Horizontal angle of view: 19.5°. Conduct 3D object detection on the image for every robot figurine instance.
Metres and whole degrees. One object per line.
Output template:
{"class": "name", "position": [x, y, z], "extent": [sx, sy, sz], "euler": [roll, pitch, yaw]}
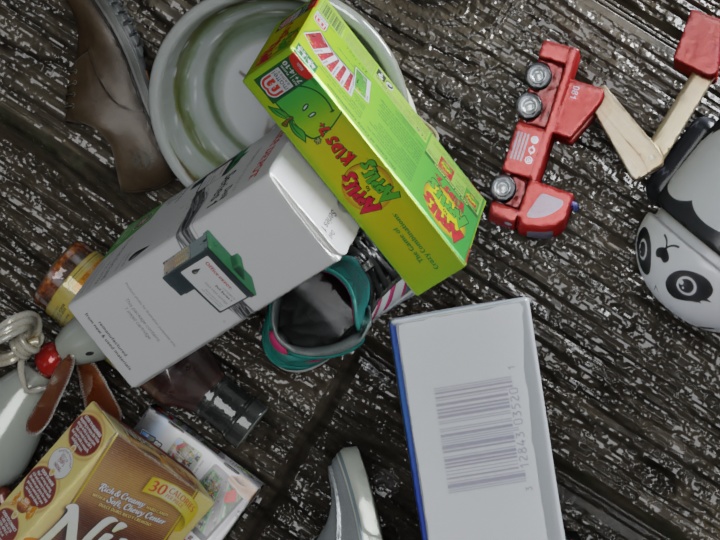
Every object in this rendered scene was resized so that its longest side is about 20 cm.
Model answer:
{"class": "robot figurine", "position": [0.293, -0.049, 1.574], "extent": [0.125, 0.150, 0.200], "euler": [37, 98, -6]}

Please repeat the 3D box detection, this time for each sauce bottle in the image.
{"class": "sauce bottle", "position": [-0.160, 0.059, 1.627], "extent": [0.200, 0.066, 0.066], "euler": [37, 90, 1]}

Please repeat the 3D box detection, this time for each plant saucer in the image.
{"class": "plant saucer", "position": [-0.058, -0.127, 1.578], "extent": [0.199, 0.050, 0.201], "euler": [4, 117, 8]}

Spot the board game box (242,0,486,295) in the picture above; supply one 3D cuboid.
{"class": "board game box", "position": [0.006, -0.091, 1.498], "extent": [0.047, 0.102, 0.200], "euler": [-31, 108, 27]}

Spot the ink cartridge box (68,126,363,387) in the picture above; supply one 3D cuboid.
{"class": "ink cartridge box", "position": [-0.096, -0.021, 1.527], "extent": [0.199, 0.146, 0.084], "euler": [-32, 105, 25]}

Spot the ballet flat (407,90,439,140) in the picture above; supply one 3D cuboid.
{"class": "ballet flat", "position": [-0.012, -0.160, 1.621], "extent": [0.200, 0.067, 0.062], "euler": [49, 129, -4]}

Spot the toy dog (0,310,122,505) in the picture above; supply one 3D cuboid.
{"class": "toy dog", "position": [-0.243, 0.116, 1.581], "extent": [0.200, 0.132, 0.097], "euler": [-47, 68, 36]}

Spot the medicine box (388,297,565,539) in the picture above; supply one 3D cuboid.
{"class": "medicine box", "position": [0.083, 0.118, 1.546], "extent": [0.102, 0.200, 0.183], "euler": [-9, 88, 0]}

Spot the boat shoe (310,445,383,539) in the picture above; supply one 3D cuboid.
{"class": "boat shoe", "position": [-0.015, 0.239, 1.613], "extent": [0.071, 0.070, 0.202], "euler": [-7, 92, -4]}

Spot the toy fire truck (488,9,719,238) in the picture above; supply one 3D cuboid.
{"class": "toy fire truck", "position": [0.189, -0.112, 1.615], "extent": [0.140, 0.049, 0.201], "euler": [18, 89, 9]}

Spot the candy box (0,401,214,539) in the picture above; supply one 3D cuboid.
{"class": "candy box", "position": [-0.218, 0.209, 1.566], "extent": [0.200, 0.055, 0.115], "euler": [-48, 128, 1]}

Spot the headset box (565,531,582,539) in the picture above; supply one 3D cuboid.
{"class": "headset box", "position": [0.100, 0.247, 1.544], "extent": [0.148, 0.200, 0.076], "euler": [-8, 88, 1]}

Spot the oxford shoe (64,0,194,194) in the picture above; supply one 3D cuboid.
{"class": "oxford shoe", "position": [-0.202, -0.153, 1.628], "extent": [0.084, 0.073, 0.201], "euler": [-24, 88, 3]}

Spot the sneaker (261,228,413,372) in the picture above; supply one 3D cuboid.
{"class": "sneaker", "position": [0.000, 0.000, 1.592], "extent": [0.200, 0.121, 0.084], "euler": [-45, 88, 1]}

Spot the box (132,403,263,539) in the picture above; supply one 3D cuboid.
{"class": "box", "position": [-0.177, 0.217, 1.637], "extent": [0.110, 0.035, 0.200], "euler": [36, 90, 3]}
